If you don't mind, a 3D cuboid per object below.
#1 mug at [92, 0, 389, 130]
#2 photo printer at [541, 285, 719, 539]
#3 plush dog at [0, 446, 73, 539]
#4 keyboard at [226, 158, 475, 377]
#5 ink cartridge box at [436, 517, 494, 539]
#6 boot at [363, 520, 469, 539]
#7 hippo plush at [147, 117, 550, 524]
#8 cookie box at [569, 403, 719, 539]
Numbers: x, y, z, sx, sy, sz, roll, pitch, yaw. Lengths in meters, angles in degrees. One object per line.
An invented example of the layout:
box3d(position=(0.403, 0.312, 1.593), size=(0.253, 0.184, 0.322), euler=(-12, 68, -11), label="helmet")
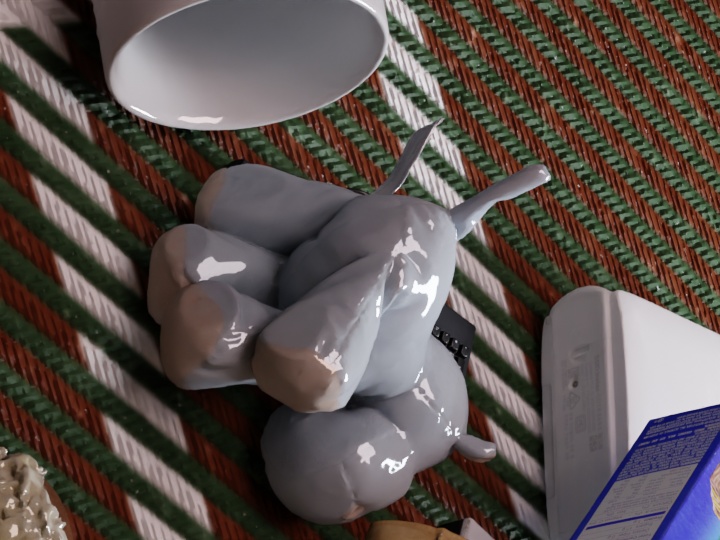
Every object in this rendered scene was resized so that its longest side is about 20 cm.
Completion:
box3d(position=(-0.066, -0.174, 1.562), size=(0.200, 0.147, 0.176), euler=(59, 19, -65), label="mug")
box3d(position=(0.194, 0.114, 1.778), size=(0.200, 0.069, 0.167), euler=(24, 56, -42), label="photo printer")
box3d(position=(-0.231, 0.122, 1.244), size=(0.172, 0.160, 0.200), euler=(48, 13, -4), label="plush dog")
box3d(position=(0.000, 0.000, 1.625), size=(0.200, 0.040, 0.104), euler=(36, 50, -36), label="keyboard")
box3d(position=(0.100, 0.232, 1.639), size=(0.200, 0.037, 0.095), euler=(43, 46, -26), label="ink cartridge box")
box3d(position=(-0.011, 0.197, 1.485), size=(0.175, 0.066, 0.200), euler=(32, 40, -7), label="boot")
box3d(position=(-0.013, 0.036, 1.538), size=(0.200, 0.159, 0.161), euler=(-41, 138, -27), label="hippo plush")
box3d(position=(0.185, 0.194, 1.588), size=(0.171, 0.075, 0.200), euler=(58, 40, -16), label="cookie box")
